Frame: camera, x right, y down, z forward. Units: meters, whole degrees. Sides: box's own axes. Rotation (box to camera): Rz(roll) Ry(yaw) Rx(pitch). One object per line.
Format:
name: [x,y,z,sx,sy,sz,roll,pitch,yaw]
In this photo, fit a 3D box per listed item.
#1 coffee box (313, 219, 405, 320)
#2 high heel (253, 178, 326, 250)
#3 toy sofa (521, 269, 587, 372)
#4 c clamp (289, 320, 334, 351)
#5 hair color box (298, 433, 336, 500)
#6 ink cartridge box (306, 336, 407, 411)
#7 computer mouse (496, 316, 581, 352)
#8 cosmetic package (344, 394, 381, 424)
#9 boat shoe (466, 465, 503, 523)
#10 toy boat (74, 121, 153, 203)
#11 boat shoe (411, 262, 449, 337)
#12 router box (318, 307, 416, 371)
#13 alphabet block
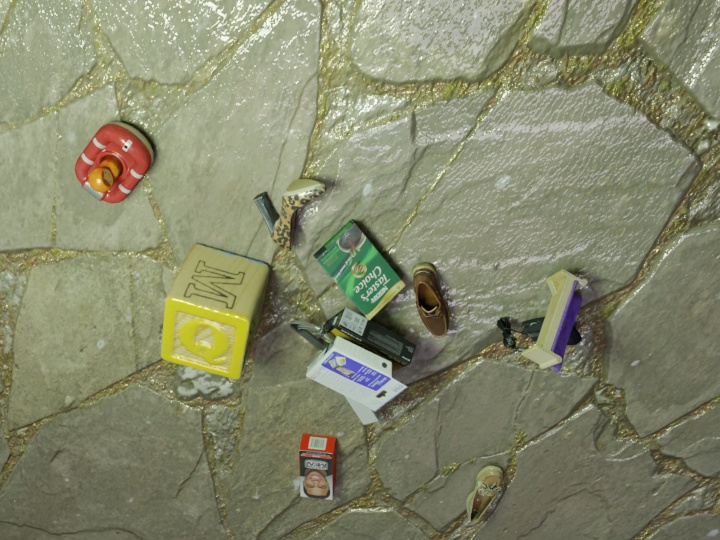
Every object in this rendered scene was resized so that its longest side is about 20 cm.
coffee box: [0.000,0.000,1.693,0.122,0.044,0.201,-41,115,-2]
high heel: [-0.128,-0.118,1.635,0.196,0.072,0.145,-10,119,36]
toy sofa: [0.432,0.111,1.634,0.096,0.203,0.083,27,159,-4]
c clamp: [-0.069,0.168,1.777,0.199,0.028,0.169,38,158,-32]
hair color box: [-0.121,0.558,2.137,0.099,0.062,0.204,4,127,4]
ink cartridge box: [-0.008,0.244,1.764,0.197,0.044,0.198,29,146,-9]
computer mouse: [0.411,0.142,1.708,0.194,0.141,0.047,7,114,3]
cosmetic package: [-0.013,0.290,1.912,0.050,0.083,0.202,-18,120,21]
boat shoe: [0.349,0.625,2.111,0.071,0.063,0.203,14,126,-1]
toy boat: [-0.531,-0.214,1.597,0.130,0.132,0.199,38,123,-19]
boat shoe: [0.159,0.081,1.742,0.070,0.068,0.203,-9,124,15]
router box: [0.014,0.171,1.797,0.197,0.053,0.157,28,156,-11]
alphabet block: [-0.332,0.093,1.736,0.191,0.202,0.199,14,127,-2]
